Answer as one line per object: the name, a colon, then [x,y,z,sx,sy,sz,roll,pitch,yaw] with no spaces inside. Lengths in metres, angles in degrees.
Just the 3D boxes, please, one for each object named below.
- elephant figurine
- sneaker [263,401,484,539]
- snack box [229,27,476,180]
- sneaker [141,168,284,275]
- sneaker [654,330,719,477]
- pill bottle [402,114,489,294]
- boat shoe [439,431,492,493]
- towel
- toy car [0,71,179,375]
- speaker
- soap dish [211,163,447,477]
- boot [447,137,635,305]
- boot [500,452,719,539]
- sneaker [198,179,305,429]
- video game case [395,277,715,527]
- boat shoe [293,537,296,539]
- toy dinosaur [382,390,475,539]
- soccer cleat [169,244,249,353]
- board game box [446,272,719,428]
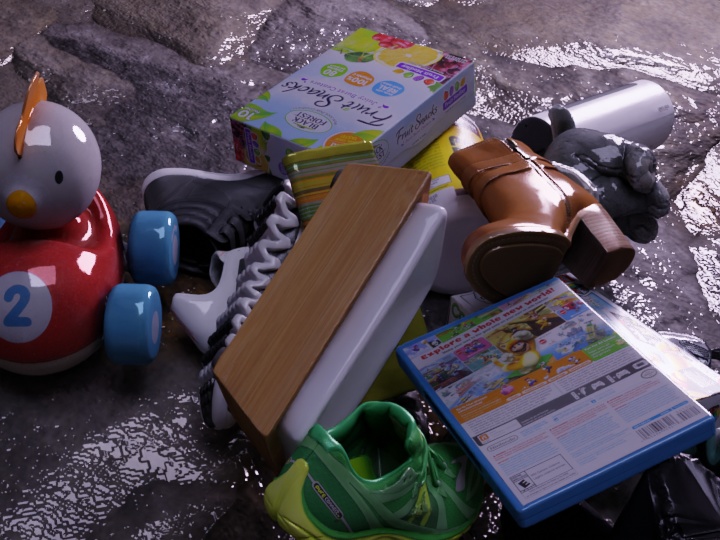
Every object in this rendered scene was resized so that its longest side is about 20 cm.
elephant figurine: [0.188,-0.044,1.070,0.199,0.143,0.154,-34,30,-26]
sneaker: [0.026,0.130,0.723,0.074,0.085,0.198,36,18,33]
snack box: [-0.003,-0.148,1.043,0.141,0.054,0.200,22,46,32]
sneaker: [-0.098,-0.042,1.019,0.196,0.072,0.100,-1,43,-9]
sneaker: [0.288,0.108,0.950,0.199,0.079,0.139,38,45,25]
pill bottle: [0.078,-0.080,1.083,0.107,0.111,0.202,3,40,-14]
boat shoe: [0.115,0.088,0.915,0.064,0.074,0.201,33,37,-3]
towel: [0.000,0.000,0.882,0.085,0.018,0.204,-12,83,-35]
toy car: [-0.243,-0.046,0.849,0.180,0.203,0.178,2,39,1]
speaker: [0.257,-0.151,1.248,0.198,0.082,0.081,-21,51,-35]
soap dish: [-0.021,0.035,0.775,0.080,0.158,0.202,29,73,10]
boot: [0.120,-0.053,0.920,0.198,0.077,0.156,-9,48,-39]
boot: [0.182,0.177,0.763,0.075,0.170,0.201,-8,43,-27]
sneaker: [-0.065,0.032,0.871,0.080,0.075,0.203,27,70,-16]
video game case: [0.124,0.080,0.772,0.141,0.018,0.200,-23,32,-11]
boat shoe: [0.007,0.224,0.723,0.068,0.085,0.200,-20,48,-31]
toy dinosaur: [0.023,0.130,0.870,0.087,0.048,0.202,0,44,-27]
soccer cleat: [-0.082,0.002,0.969,0.085,0.069,0.200,36,47,8]
board game box: [0.171,0.067,0.862,0.124,0.035,0.200,-10,30,-28]
